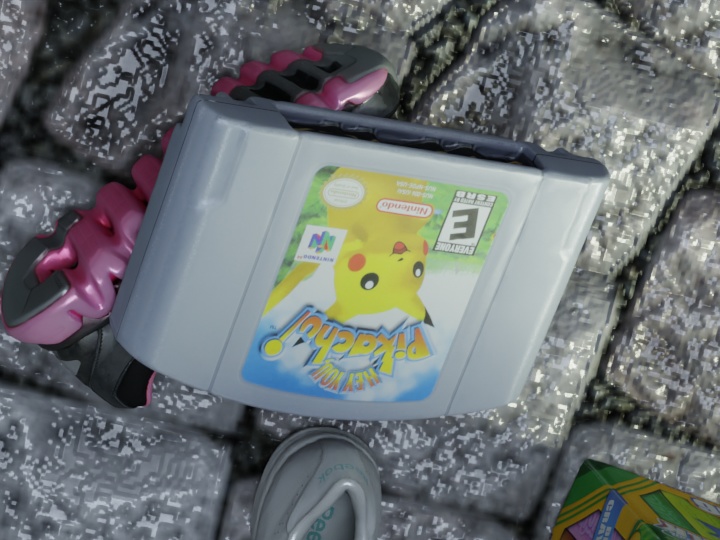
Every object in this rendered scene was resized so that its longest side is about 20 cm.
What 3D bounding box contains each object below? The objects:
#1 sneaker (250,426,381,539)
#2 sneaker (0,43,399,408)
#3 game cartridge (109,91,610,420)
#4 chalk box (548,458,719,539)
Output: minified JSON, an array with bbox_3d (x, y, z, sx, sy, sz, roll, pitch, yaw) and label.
[{"bbox_3d":[-0.029,0.173,1.143,0.075,0.088,0.201,6,98,-10],"label":"sneaker"},{"bbox_3d":[-0.056,-0.016,1.127,0.200,0.079,0.095,-38,117,2],"label":"sneaker"},{"bbox_3d":[0.000,0.000,1.104,0.199,0.041,0.134,7,120,-29],"label":"game cartridge"},{"bbox_3d":[0.146,0.175,1.110,0.124,0.200,0.124,22,95,-11],"label":"chalk box"}]
